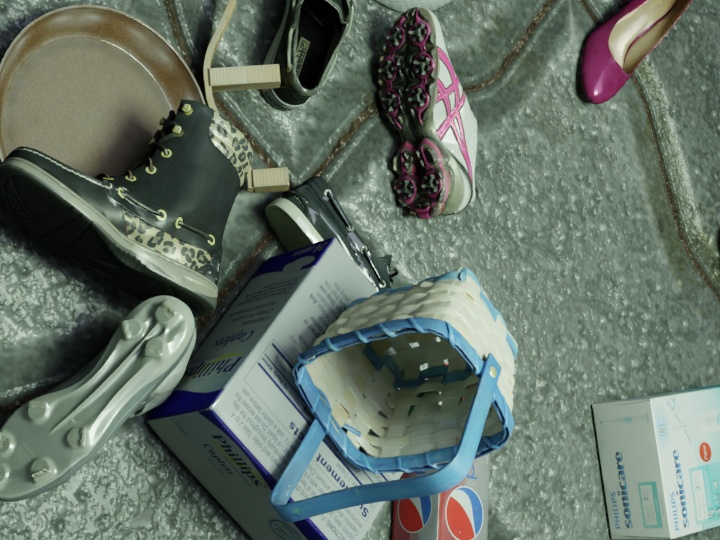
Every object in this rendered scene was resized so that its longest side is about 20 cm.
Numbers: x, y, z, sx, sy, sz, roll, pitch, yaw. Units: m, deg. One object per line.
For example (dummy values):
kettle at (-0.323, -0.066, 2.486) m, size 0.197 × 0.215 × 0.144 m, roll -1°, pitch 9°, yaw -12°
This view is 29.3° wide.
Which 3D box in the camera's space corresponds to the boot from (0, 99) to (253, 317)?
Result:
boot at (-0.176, -0.073, 1.068) m, size 0.203 × 0.073 × 0.155 m, roll 36°, pitch 56°, yaw -32°

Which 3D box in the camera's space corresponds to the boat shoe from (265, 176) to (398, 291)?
boat shoe at (-0.001, 0.000, 1.239) m, size 0.066 × 0.074 × 0.200 m, roll -45°, pitch 101°, yaw -24°

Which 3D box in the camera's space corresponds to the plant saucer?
plant saucer at (-0.210, -0.112, 1.109) m, size 0.199 × 0.032 × 0.202 m, roll 11°, pitch 73°, yaw -39°

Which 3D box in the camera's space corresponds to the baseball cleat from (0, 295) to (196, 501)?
baseball cleat at (-0.196, 0.108, 1.051) m, size 0.200 × 0.107 × 0.070 m, roll -42°, pitch 71°, yaw -11°

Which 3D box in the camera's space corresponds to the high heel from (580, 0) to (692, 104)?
high heel at (0.316, -0.268, 1.552) m, size 0.067 × 0.096 × 0.201 m, roll 43°, pitch 56°, yaw -25°

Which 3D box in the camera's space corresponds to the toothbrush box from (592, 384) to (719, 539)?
toothbrush box at (0.354, 0.204, 1.496) m, size 0.199 × 0.085 × 0.148 m, roll -2°, pitch 82°, yaw -40°

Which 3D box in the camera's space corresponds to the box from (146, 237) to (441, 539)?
box at (-0.047, 0.111, 1.155) m, size 0.184 × 0.105 × 0.200 m, roll 51°, pitch 52°, yaw -21°

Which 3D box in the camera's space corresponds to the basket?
basket at (0.033, 0.101, 1.041) m, size 0.140 × 0.175 × 0.200 m, roll 58°, pitch 40°, yaw -21°

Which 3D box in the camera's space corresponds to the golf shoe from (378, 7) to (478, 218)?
golf shoe at (0.071, -0.153, 1.338) m, size 0.092 × 0.072 × 0.202 m, roll -13°, pitch 99°, yaw -48°

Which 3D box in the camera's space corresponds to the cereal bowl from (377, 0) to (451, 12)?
cereal bowl at (0.059, -0.361, 1.359) m, size 0.199 × 0.083 × 0.202 m, roll 9°, pitch 76°, yaw -38°

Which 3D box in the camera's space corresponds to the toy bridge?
toy bridge at (-0.103, -0.168, 1.197) m, size 0.067 × 0.027 × 0.202 m, roll -5°, pitch 84°, yaw -6°

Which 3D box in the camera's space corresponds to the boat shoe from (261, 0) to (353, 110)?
boat shoe at (-0.033, -0.241, 1.252) m, size 0.070 × 0.064 × 0.201 m, roll 21°, pitch 72°, yaw -26°

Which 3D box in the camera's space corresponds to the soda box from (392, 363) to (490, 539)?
soda box at (0.075, 0.191, 1.272) m, size 0.070 × 0.063 × 0.202 m, roll 15°, pitch 71°, yaw -38°
